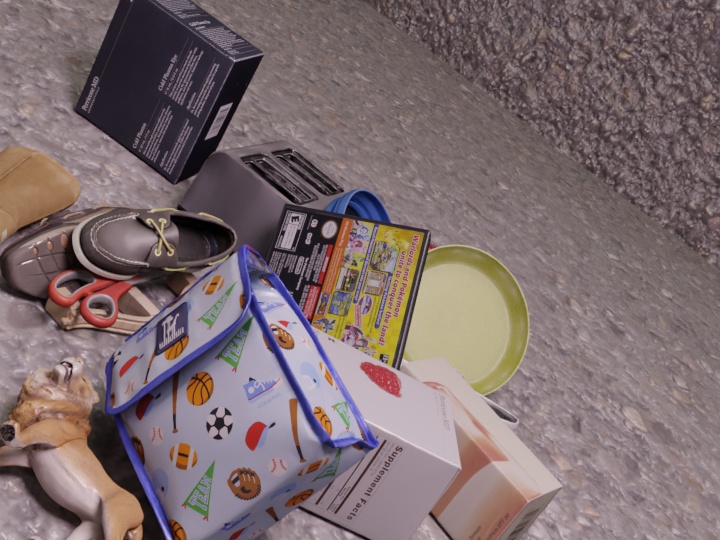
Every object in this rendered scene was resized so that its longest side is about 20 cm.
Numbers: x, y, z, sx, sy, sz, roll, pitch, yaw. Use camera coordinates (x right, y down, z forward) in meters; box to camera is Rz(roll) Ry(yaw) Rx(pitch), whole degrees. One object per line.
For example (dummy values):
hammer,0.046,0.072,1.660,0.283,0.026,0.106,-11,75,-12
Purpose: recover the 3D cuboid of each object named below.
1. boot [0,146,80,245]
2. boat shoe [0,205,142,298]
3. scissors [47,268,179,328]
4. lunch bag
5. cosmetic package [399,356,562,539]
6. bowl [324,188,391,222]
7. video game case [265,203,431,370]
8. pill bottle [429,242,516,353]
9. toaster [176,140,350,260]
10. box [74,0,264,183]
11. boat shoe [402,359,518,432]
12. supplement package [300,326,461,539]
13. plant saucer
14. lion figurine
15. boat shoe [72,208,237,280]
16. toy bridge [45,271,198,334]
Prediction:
boot,-0.405,-0.093,0.987,0.174,0.066,0.201,39,22,-9
boat shoe,-0.301,-0.023,0.992,0.072,0.076,0.199,14,18,26
scissors,-0.247,0.006,0.984,0.073,0.014,0.200,35,25,2
lunch bag,-0.112,0.103,0.784,0.202,0.169,0.124,60,13,25
cosmetic package,0.106,0.201,1.029,0.200,0.104,0.087,45,25,29
bowl,0.000,0.000,1.207,0.039,0.205,0.200,-7,0,23
video game case,-0.027,0.027,1.063,0.177,0.026,0.203,10,60,10
pill bottle,0.128,0.048,1.341,0.199,0.110,0.110,35,23,5
toaster,-0.113,-0.076,1.256,0.199,0.120,0.180,39,25,13
box,-0.264,-0.261,1.311,0.181,0.201,0.104,35,25,4
boat shoe,0.105,0.149,1.168,0.198,0.067,0.074,33,23,-2
supplement package,-0.017,0.157,0.928,0.198,0.121,0.122,28,23,-14
plant saucer,0.128,0.068,1.256,0.198,0.202,0.031,30,-16,-8
lion figurine,-0.220,0.162,0.740,0.202,0.072,0.122,57,16,15
boat shoe,-0.210,-0.033,0.994,0.200,0.060,0.073,-3,78,-59
toy bridge,-0.236,0.036,0.994,0.067,0.027,0.199,42,26,18
